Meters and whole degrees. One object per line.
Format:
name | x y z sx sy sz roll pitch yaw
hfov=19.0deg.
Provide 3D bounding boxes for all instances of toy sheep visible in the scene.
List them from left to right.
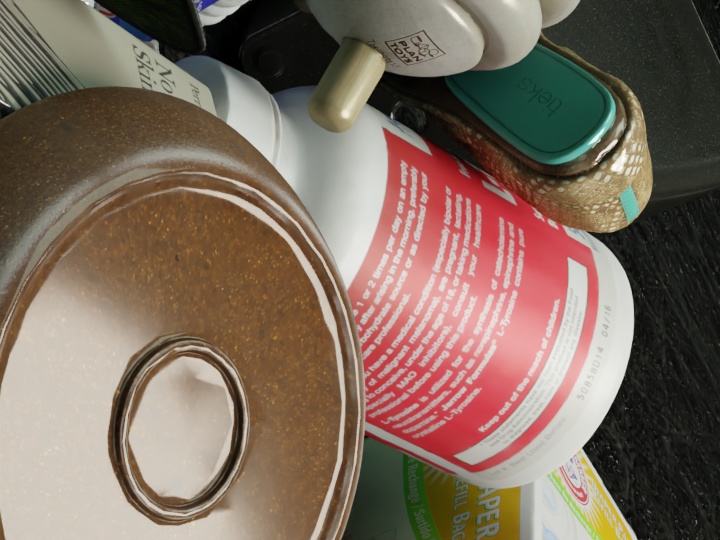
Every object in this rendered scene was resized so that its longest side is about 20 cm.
toy sheep | 0.030 -0.136 0.770 0.138 0.137 0.201 39 72 -54

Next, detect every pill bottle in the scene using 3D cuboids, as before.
pill bottle | 0.000 0.000 0.817 0.200 0.112 0.113 28 39 -34

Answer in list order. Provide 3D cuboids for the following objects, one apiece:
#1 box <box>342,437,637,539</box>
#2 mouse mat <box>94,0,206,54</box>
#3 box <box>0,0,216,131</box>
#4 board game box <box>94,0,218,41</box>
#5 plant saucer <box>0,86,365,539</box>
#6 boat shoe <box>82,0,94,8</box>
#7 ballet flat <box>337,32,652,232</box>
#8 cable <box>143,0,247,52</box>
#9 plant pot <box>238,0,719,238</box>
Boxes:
box | 0.051 0.153 0.893 0.113 0.101 0.200 58 20 -25
mouse mat | -0.134 -0.146 0.633 0.200 0.008 0.161 31 -18 18
box | -0.127 -0.056 0.655 0.200 0.068 0.082 31 33 -45
board game box | -0.043 -0.201 0.788 0.152 0.045 0.201 -43 150 -55
plant saucer | -0.062 0.046 0.637 0.200 0.034 0.201 -4 96 -49
boat shoe | -0.144 -0.149 0.769 0.066 0.074 0.200 5 37 -25
ballet flat | 0.046 -0.074 0.841 0.200 0.070 0.065 52 -1 45
cable | -0.103 -0.202 0.945 0.200 0.069 0.200 60 20 -18
plant pot | 0.052 -0.088 1.061 0.200 0.199 0.177 66 26 -3
